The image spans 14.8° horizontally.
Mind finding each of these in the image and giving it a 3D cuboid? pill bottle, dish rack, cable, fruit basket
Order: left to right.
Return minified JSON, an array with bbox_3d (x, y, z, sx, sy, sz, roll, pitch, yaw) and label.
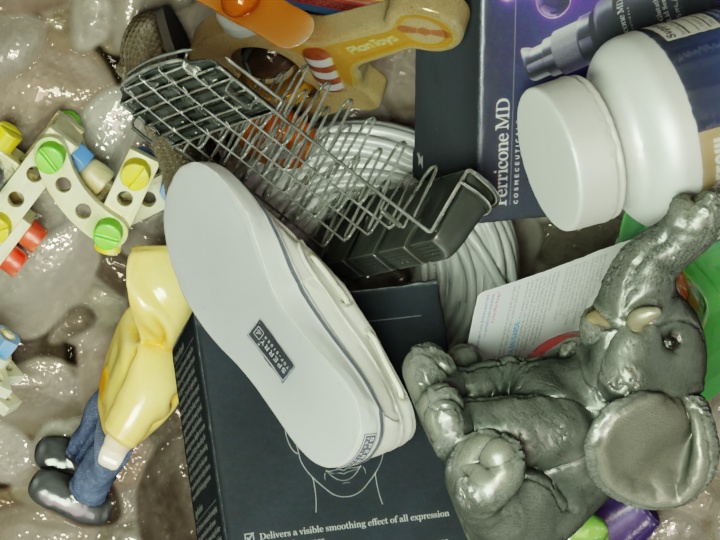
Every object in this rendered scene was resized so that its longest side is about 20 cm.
[{"bbox_3d":[-0.037,-0.067,1.560,0.200,0.153,0.055,37,67,-20],"label":"dish rack"},{"bbox_3d":[0.000,0.000,1.722,0.199,0.069,0.201,-15,107,6],"label":"cable"},{"bbox_3d":[0.137,0.039,1.647,0.199,0.094,0.186,-15,143,-20],"label":"fruit basket"},{"bbox_3d":[0.194,-0.087,1.539,0.199,0.111,0.112,-16,110,-16],"label":"pill bottle"}]

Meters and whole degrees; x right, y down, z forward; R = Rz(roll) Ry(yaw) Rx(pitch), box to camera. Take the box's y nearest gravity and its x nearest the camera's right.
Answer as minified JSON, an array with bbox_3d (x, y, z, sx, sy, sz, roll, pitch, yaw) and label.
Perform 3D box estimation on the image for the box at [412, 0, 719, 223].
[{"bbox_3d":[0.138,-0.119,1.628,0.199,0.104,0.149,-8,111,-19],"label":"box"}]

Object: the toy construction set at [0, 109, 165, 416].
[{"bbox_3d":[-0.206,-0.015,1.713,0.131,0.092,0.200,36,95,-11],"label":"toy construction set"}]

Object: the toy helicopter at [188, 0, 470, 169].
[{"bbox_3d":[-0.023,-0.137,1.588,0.199,0.079,0.132,-12,141,44],"label":"toy helicopter"}]

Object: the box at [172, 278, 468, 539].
[{"bbox_3d":[-0.020,0.120,1.608,0.148,0.107,0.201,-5,77,-13],"label":"box"}]

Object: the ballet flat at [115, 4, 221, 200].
[{"bbox_3d":[-0.110,-0.067,1.658,0.046,0.067,0.201,-21,68,11],"label":"ballet flat"}]

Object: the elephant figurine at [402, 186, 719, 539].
[{"bbox_3d":[0.135,0.070,1.514,0.199,0.155,0.142,-23,69,-2],"label":"elephant figurine"}]

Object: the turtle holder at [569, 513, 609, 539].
[{"bbox_3d":[0.053,0.178,1.731,0.184,0.132,0.141,2,144,-10],"label":"turtle holder"}]

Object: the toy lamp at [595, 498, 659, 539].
[{"bbox_3d":[0.104,0.203,1.797,0.200,0.058,0.058,-36,105,13],"label":"toy lamp"}]

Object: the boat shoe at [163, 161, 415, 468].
[{"bbox_3d":[-0.037,0.021,1.541,0.200,0.066,0.072,52,124,24],"label":"boat shoe"}]

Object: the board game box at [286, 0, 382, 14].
[{"bbox_3d":[-0.038,-0.258,1.639,0.199,0.056,0.197,10,109,-3],"label":"board game box"}]

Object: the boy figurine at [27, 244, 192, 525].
[{"bbox_3d":[-0.145,0.069,1.711,0.064,0.125,0.200,19,127,-12],"label":"boy figurine"}]
